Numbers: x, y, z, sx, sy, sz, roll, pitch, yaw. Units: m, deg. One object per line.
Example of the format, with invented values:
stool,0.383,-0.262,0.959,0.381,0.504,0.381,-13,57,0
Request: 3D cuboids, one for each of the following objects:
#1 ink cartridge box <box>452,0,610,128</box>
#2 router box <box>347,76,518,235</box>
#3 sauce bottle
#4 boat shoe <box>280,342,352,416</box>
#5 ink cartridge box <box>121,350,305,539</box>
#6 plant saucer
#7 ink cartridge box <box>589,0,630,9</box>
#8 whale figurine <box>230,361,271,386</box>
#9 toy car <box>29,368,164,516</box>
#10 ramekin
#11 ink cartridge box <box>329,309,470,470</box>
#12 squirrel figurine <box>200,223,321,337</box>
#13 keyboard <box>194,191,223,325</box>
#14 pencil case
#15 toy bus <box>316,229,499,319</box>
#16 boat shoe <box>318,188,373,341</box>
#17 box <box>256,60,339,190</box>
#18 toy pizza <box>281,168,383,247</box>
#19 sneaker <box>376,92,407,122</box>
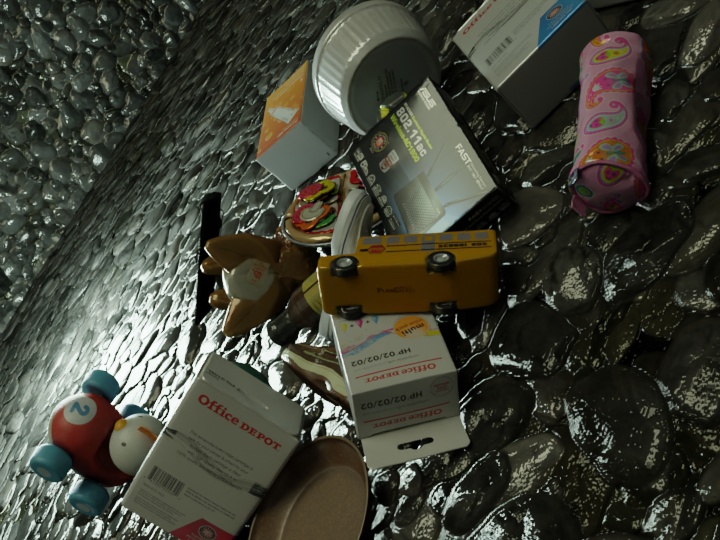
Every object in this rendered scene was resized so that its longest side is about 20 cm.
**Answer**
ink cartridge box,0.221,-0.301,1.009,0.145,0.083,0.201,-44,32,17
router box,0.085,-0.119,0.968,0.149,0.062,0.202,-40,57,21
sauce bottle,-0.055,0.034,1.083,0.199,0.064,0.065,-39,33,25
boat shoe,-0.024,0.124,0.955,0.075,0.075,0.201,-48,36,-14
ink cartridge box,-0.176,0.225,0.937,0.202,0.143,0.085,-56,7,15
plant saucer,-0.051,0.286,0.854,0.199,0.036,0.203,-36,34,29
ink cartridge box,0.336,-0.431,0.915,0.199,0.145,0.149,11,68,57
whale figurine,-0.181,0.220,1.065,0.160,0.102,0.203,56,131,43
toy car,-0.380,0.267,1.226,0.197,0.178,0.186,-13,36,32
ramekin,0.034,-0.297,1.172,0.203,0.201,0.095,-47,44,11
ink cartridge box,0.037,0.106,0.826,0.112,0.069,0.201,-12,36,-5
squirrel figurine,-0.148,0.001,1.203,0.196,0.144,0.187,-20,3,-9
keyboard,-0.254,-0.024,1.227,0.104,0.039,0.205,-65,-15,-70
pencil case,0.262,-0.155,0.807,0.087,0.087,0.204,-19,46,44
toy bus,0.054,0.002,0.851,0.195,0.066,0.079,-3,33,8
boat shoe,0.000,0.000,0.985,0.066,0.073,0.204,18,112,20
box,-0.112,-0.273,1.439,0.123,0.097,0.203,-34,36,30
toy pizza,-0.028,-0.104,1.134,0.196,0.032,0.202,-15,33,10
sneaker,0.091,-0.161,1.071,0.074,0.084,0.203,-33,57,25
